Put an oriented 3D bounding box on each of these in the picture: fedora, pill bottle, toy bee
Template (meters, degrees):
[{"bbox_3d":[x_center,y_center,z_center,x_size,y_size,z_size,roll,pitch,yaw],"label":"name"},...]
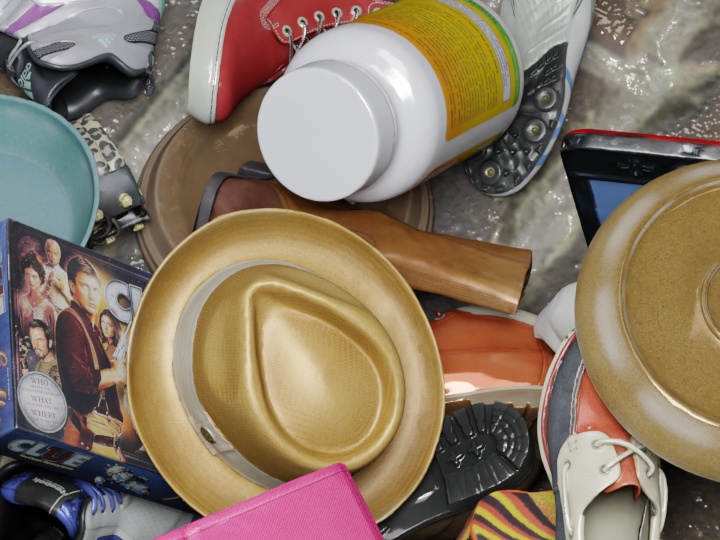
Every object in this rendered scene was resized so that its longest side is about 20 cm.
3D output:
[{"bbox_3d":[-0.035,0.059,1.494,0.200,0.082,0.201,2,84,-16],"label":"fedora"},{"bbox_3d":[0.016,-0.106,1.643,0.111,0.111,0.200,29,26,16],"label":"pill bottle"},{"bbox_3d":[0.133,0.162,1.559,0.131,0.200,0.109,-44,39,19],"label":"toy bee"}]

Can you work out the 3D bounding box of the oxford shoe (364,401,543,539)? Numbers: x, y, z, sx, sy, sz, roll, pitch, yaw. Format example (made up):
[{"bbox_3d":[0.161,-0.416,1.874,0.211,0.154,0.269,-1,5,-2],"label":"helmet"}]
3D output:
[{"bbox_3d":[0.018,0.146,1.582,0.199,0.084,0.073,-16,62,12],"label":"oxford shoe"}]

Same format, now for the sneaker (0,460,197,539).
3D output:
[{"bbox_3d":[-0.160,0.139,1.554,0.080,0.115,0.200,31,62,16],"label":"sneaker"}]

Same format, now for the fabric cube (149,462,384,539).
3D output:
[{"bbox_3d":[-0.057,0.257,1.422,0.200,0.196,0.200,-22,65,-16],"label":"fabric cube"}]

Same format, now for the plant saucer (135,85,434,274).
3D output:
[{"bbox_3d":[-0.050,-0.046,1.728,0.199,0.030,0.201,1,57,-1],"label":"plant saucer"}]

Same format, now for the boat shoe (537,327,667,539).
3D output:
[{"bbox_3d":[0.138,0.126,1.462,0.071,0.063,0.201,7,82,-18],"label":"boat shoe"}]

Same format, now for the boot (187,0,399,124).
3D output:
[{"bbox_3d":[-0.032,-0.154,1.752,0.144,0.073,0.200,16,39,6],"label":"boot"}]

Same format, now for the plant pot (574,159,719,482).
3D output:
[{"bbox_3d":[0.220,0.022,1.461,0.199,0.028,0.201,1,66,-3],"label":"plant pot"}]

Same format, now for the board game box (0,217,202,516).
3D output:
[{"bbox_3d":[-0.139,0.062,1.538,0.035,0.200,0.136,-29,55,34],"label":"board game box"}]

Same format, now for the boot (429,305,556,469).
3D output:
[{"bbox_3d":[0.033,0.070,1.637,0.199,0.075,0.107,0,44,-1],"label":"boot"}]

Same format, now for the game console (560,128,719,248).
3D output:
[{"bbox_3d":[0.207,0.009,1.600,0.172,0.200,0.119,6,71,13],"label":"game console"}]

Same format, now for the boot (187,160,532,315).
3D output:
[{"bbox_3d":[0.000,0.000,1.606,0.199,0.188,0.069,19,102,9],"label":"boot"}]

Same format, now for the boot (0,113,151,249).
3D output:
[{"bbox_3d":[-0.198,-0.003,1.664,0.153,0.074,0.204,-27,58,-11],"label":"boot"}]

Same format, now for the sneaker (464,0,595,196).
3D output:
[{"bbox_3d":[0.119,-0.138,1.772,0.072,0.072,0.201,8,70,23],"label":"sneaker"}]

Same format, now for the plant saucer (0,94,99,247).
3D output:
[{"bbox_3d":[-0.253,-0.023,1.621,0.199,0.036,0.200,-6,52,8],"label":"plant saucer"}]

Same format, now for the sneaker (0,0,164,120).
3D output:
[{"bbox_3d":[-0.232,-0.148,1.760,0.199,0.078,0.140,-1,56,-1],"label":"sneaker"}]

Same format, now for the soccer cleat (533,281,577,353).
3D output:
[{"bbox_3d":[0.195,0.072,1.618,0.200,0.078,0.069,37,63,-14],"label":"soccer cleat"}]
